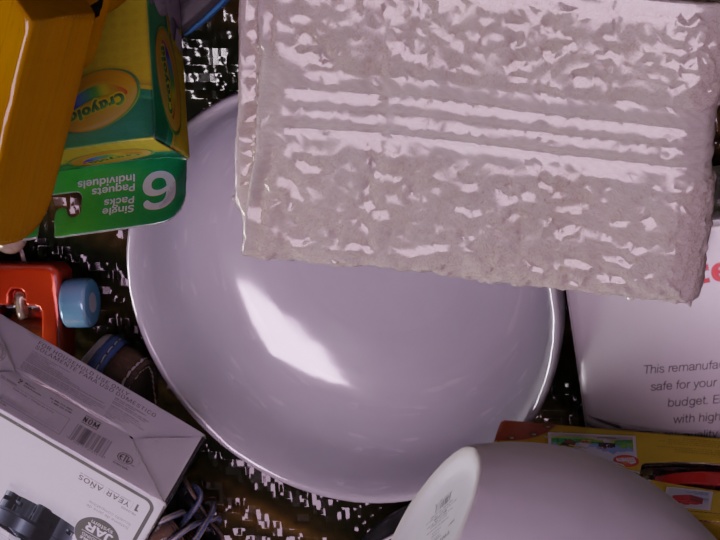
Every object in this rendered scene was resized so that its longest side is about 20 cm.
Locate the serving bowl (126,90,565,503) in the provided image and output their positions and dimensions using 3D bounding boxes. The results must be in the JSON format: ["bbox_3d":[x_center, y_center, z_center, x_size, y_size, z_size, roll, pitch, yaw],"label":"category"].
[{"bbox_3d":[0.000,0.000,1.235,0.199,0.066,0.201,9,117,17],"label":"serving bowl"}]

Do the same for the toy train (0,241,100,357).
[{"bbox_3d":[-0.206,0.057,1.309,0.199,0.056,0.151,-6,94,17],"label":"toy train"}]

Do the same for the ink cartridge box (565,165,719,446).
[{"bbox_3d":[0.173,0.057,1.224,0.145,0.084,0.201,-4,109,12],"label":"ink cartridge box"}]

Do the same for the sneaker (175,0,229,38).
[{"bbox_3d":[-0.142,-0.117,1.221,0.199,0.073,0.082,-20,104,15],"label":"sneaker"}]

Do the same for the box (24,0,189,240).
[{"bbox_3d":[-0.135,-0.113,1.170,0.117,0.048,0.201,-8,80,15],"label":"box"}]

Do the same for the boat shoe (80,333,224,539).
[{"bbox_3d":[-0.101,0.121,1.296,0.072,0.072,0.201,15,124,18],"label":"boat shoe"}]

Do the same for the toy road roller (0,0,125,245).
[{"bbox_3d":[-0.145,-0.114,1.084,0.122,0.146,0.201,21,103,21],"label":"toy road roller"}]

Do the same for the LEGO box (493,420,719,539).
[{"bbox_3d":[0.150,0.152,1.178,0.199,0.077,0.150,4,113,10],"label":"LEGO box"}]

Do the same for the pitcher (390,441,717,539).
[{"bbox_3d":[0.095,0.164,1.097,0.199,0.121,0.172,30,130,-13],"label":"pitcher"}]

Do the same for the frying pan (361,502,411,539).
[{"bbox_3d":[0.036,0.150,1.305,0.114,0.031,0.190,-2,148,-18],"label":"frying pan"}]

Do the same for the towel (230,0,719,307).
[{"bbox_3d":[0.046,-0.058,1.125,0.199,0.035,0.133,7,114,8],"label":"towel"}]

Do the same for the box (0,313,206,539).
[{"bbox_3d":[-0.164,0.129,1.243,0.116,0.060,0.200,29,121,0],"label":"box"}]
